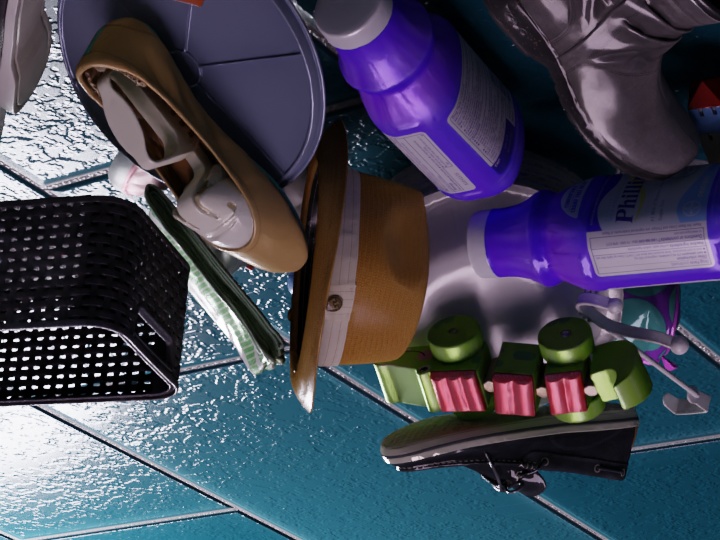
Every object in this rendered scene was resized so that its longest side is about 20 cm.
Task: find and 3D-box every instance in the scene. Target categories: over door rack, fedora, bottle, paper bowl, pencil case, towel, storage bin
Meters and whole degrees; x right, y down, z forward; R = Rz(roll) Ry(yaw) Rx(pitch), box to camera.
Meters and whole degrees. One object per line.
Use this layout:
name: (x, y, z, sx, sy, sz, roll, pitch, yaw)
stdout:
over door rack: (0.231, 0.001, 1.511, 0.067, 0.148, 0.200, 4, 157, 34)
fedora: (0.000, 0.000, 1.424, 0.082, 0.201, 0.201, 5, 155, -7)
bottle: (0.169, -0.026, 1.388, 0.200, 0.084, 0.065, -5, 122, 27)
paper bowl: (0.092, 0.018, 1.530, 0.200, 0.104, 0.201, 1, 120, 1)
pencil case: (0.149, 0.024, 1.640, 0.200, 0.093, 0.085, 4, 174, 2)
bottle: (0.039, -0.121, 1.356, 0.065, 0.084, 0.200, -11, 151, 27)
towel: (-0.108, 0.013, 1.519, 0.153, 0.023, 0.200, 51, 173, 1)
storage bin: (-0.225, 0.023, 1.391, 0.200, 0.094, 0.135, -3, 156, 16)

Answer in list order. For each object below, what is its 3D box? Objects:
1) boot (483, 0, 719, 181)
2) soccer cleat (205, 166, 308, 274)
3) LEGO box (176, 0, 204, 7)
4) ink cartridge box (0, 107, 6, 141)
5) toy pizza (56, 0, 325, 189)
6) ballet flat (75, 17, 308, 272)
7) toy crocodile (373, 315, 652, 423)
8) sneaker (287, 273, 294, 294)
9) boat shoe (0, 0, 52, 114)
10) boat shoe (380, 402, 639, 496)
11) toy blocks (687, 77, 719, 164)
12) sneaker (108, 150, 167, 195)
boot: (0.178, -0.138, 1.281, 0.132, 0.070, 0.200, -19, 131, 42)
soccer cleat: (-0.089, -0.042, 1.602, 0.078, 0.069, 0.200, 43, 142, -22)
LEGO box: (-0.163, -0.238, 1.179, 0.200, 0.077, 0.149, 13, 154, -14)
ink cartridge box: (-0.365, -0.095, 1.445, 0.200, 0.147, 0.146, -15, 148, 36)
toy pizza: (-0.106, -0.136, 1.347, 0.200, 0.032, 0.200, 17, 129, 22)
ballet flat: (-0.112, -0.066, 1.334, 0.069, 0.063, 0.200, -30, 103, 41)
toy crocodile: (0.104, 0.075, 1.455, 0.200, 0.062, 0.068, 0, 124, 20)
sneaker: (0.013, 0.007, 1.658, 0.071, 0.083, 0.200, 27, 180, 27)
boat shoe: (-0.229, -0.178, 1.333, 0.060, 0.074, 0.200, 24, 149, 2)
boat shoe: (0.110, 0.132, 1.511, 0.200, 0.062, 0.075, -3, -175, -23)
toy blocks: (0.304, -0.094, 1.380, 0.200, 0.100, 0.137, -4, 141, 24)
sneaker: (-0.101, -0.082, 1.460, 0.105, 0.075, 0.200, 42, 144, -4)
